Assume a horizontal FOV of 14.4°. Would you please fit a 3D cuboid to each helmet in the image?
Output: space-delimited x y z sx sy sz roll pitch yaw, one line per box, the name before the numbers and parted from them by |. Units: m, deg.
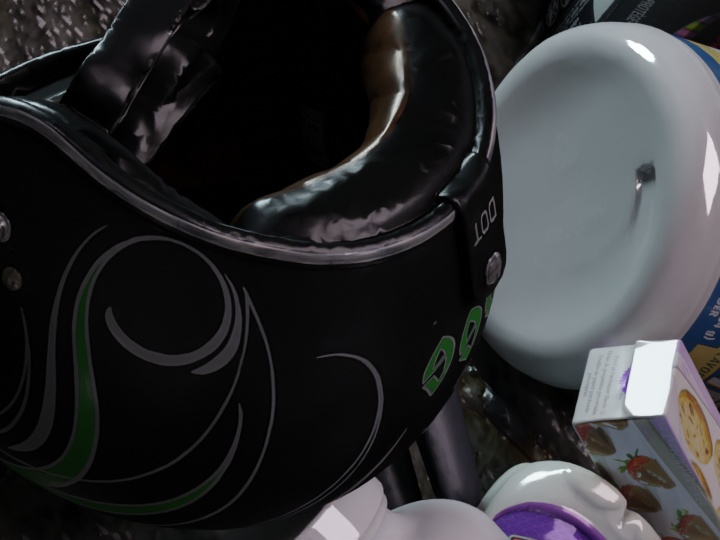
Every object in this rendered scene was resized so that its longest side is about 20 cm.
helmet | -0.056 -0.012 0.912 0.199 0.191 0.201 10 53 -13

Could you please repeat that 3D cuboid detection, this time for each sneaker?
sneaker | 0.103 0.163 1.084 0.200 0.081 0.083 46 67 -14

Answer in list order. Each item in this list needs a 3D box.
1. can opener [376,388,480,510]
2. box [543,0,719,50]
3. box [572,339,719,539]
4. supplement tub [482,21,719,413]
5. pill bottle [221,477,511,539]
can opener | 0.000 0.000 1.064 0.078 0.063 0.201 -10 75 -47
box | 0.191 -0.120 1.238 0.199 0.122 0.106 15 57 -18
box | 0.137 0.106 1.103 0.200 0.039 0.042 59 36 -38
supplement tub | 0.152 -0.012 1.157 0.199 0.144 0.145 13 60 -39
pill bottle | 0.036 0.156 0.978 0.200 0.111 0.111 49 43 -13
